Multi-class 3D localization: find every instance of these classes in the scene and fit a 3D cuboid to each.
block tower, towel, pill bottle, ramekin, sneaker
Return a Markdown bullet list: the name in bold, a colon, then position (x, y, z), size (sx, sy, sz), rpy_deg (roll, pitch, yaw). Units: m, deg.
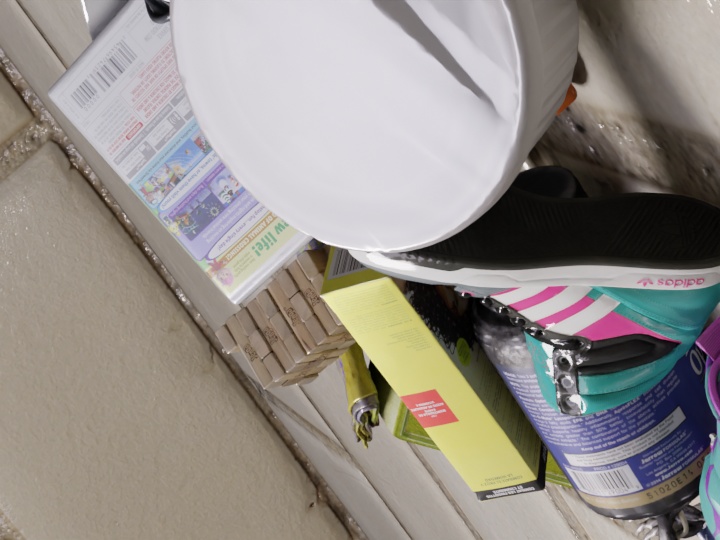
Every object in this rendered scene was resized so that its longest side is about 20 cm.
- **block tower**: position (0.000, 0.000, 1.210), size (0.054, 0.200, 0.058), rpy_deg (-6, -120, -58)
- **towel**: position (-0.024, 0.020, 1.351), size (0.144, 0.023, 0.201), rpy_deg (83, 168, -77)
- **pill bottle**: position (0.134, 0.042, 1.135), size (0.200, 0.112, 0.112), rpy_deg (56, 168, -27)
- **ramekin**: position (0.014, -0.117, 0.931), size (0.202, 0.094, 0.203), rpy_deg (17, 123, 28)
- **sneaker**: position (0.088, 0.016, 1.009), size (0.084, 0.199, 0.121), rpy_deg (-82, -3, -48)

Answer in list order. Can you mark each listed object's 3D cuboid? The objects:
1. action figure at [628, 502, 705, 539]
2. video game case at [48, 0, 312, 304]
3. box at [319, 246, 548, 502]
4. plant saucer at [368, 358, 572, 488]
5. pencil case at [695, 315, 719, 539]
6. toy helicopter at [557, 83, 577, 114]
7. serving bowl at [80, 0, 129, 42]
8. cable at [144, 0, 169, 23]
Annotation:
- **action figure**: position (0.222, 0.198, 1.307), size (0.200, 0.102, 0.119), rpy_deg (62, -152, -32)
- **video game case**: position (-0.074, -0.101, 1.180), size (0.182, 0.200, 0.022), rpy_deg (48, -146, -2)
- **box**: position (0.050, 0.049, 1.155), size (0.200, 0.050, 0.076), rpy_deg (53, -146, -37)
- **plant saucer**: position (0.099, 0.091, 1.310), size (0.199, 0.048, 0.200), rpy_deg (16, 158, 3)
- **pencil case**: position (0.220, 0.092, 1.023), size (0.092, 0.085, 0.200), rpy_deg (39, 166, 22)
- **toy helicopter**: position (0.033, -0.132, 1.075), size (0.132, 0.079, 0.200), rpy_deg (47, -176, -19)
- **serving bowl**: position (-0.135, -0.234, 1.261), size (0.200, 0.065, 0.201), rpy_deg (0, -90, -84)
- **cable**: position (-0.072, -0.214, 1.087), size (0.163, 0.051, 0.200), rpy_deg (36, 130, 3)
